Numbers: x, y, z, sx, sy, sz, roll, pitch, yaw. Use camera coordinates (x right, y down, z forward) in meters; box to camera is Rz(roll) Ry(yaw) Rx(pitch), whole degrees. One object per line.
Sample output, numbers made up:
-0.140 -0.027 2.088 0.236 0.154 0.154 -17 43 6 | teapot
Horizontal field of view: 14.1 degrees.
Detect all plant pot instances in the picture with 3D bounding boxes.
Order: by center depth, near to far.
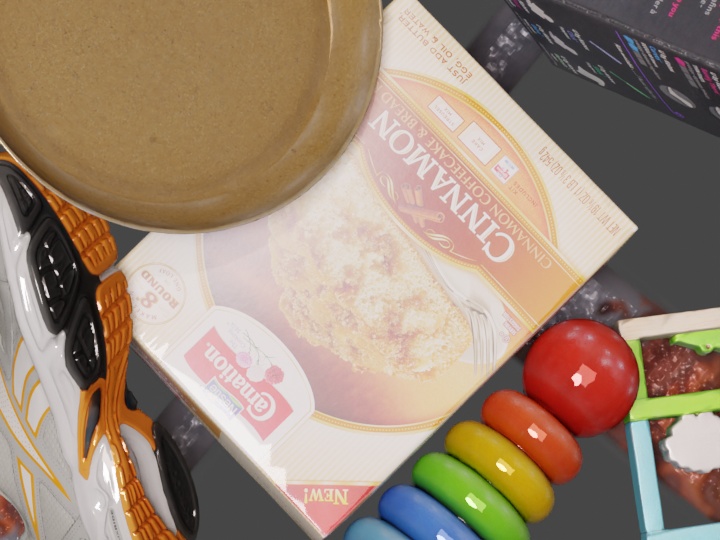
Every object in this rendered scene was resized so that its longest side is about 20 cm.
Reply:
-0.086 -0.113 1.269 0.199 0.027 0.202 4 80 -21 | plant pot

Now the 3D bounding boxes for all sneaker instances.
-0.145 0.049 1.268 0.091 0.076 0.201 -11 102 26 | sneaker

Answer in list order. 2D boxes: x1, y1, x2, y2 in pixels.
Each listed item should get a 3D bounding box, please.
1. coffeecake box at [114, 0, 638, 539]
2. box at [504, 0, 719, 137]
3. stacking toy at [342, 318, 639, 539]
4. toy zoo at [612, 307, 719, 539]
0.000 0.000 1.330 0.200 0.073 0.154 -44 87 -8 | coffeecake box
0.174 -0.130 1.301 0.199 0.106 0.123 27 81 32 | box
0.054 0.104 1.313 0.085 0.085 0.200 41 81 3 | stacking toy
0.194 0.115 1.352 0.130 0.020 0.202 -7 83 -5 | toy zoo
